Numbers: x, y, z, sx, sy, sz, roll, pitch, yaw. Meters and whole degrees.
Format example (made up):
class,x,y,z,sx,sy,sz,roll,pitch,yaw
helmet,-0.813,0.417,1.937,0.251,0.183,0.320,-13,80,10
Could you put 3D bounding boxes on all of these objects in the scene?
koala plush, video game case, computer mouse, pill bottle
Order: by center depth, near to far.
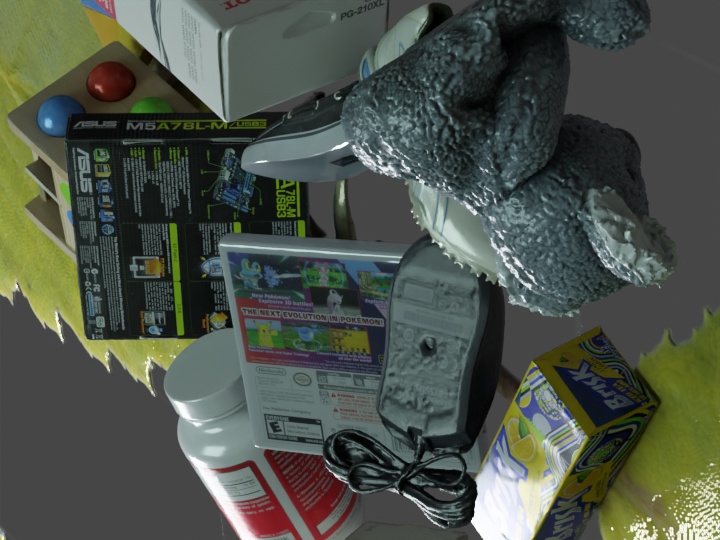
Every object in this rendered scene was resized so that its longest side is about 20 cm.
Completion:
class,x,y,z,sx,sy,sz,roll,pitch,yaw
koala plush,0.103,-0.063,1.263,0.201,0.183,0.177,57,153,-6
computer mouse,0.054,0.070,1.486,0.138,0.053,0.202,19,101,36
video game case,-0.004,0.062,1.583,0.199,0.023,0.183,4,118,26
pill bottle,-0.083,0.149,1.739,0.112,0.112,0.201,27,152,52

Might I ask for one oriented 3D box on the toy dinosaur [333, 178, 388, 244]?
class,x,y,z,sx,sy,sz,roll,pitch,yaw
toy dinosaur,0.000,0.000,1.614,0.088,0.047,0.201,47,144,47

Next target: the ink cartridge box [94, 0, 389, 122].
class,x,y,z,sx,sy,sz,roll,pitch,yaw
ink cartridge box,-0.091,-0.208,1.511,0.200,0.144,0.085,44,146,39

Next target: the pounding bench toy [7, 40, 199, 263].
class,x,y,z,sx,sy,sz,roll,pitch,yaw
pounding bench toy,-0.186,-0.070,1.776,0.200,0.124,0.156,41,154,23

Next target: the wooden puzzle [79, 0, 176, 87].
class,x,y,z,sx,sy,sz,roll,pitch,yaw
wooden puzzle,-0.205,-0.247,1.810,0.186,0.037,0.200,61,152,12

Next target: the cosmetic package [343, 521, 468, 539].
class,x,y,z,sx,sy,sz,roll,pitch,yaw
cosmetic package,0.044,0.311,1.689,0.105,0.071,0.201,1,111,34

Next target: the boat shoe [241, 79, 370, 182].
class,x,y,z,sx,sy,sz,roll,pitch,yaw
boat shoe,-0.019,-0.105,1.540,0.199,0.068,0.057,-10,70,53

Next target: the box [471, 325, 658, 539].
class,x,y,z,sx,sy,sz,roll,pitch,yaw
box,0.134,0.130,1.442,0.070,0.064,0.201,55,151,24

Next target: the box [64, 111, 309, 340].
class,x,y,z,sx,sy,sz,roll,pitch,yaw
box,-0.135,-0.034,1.686,0.048,0.192,0.201,-95,3,-54

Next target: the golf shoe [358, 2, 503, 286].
class,x,y,z,sx,sy,sz,roll,pitch,yaw
golf shoe,0.070,-0.086,1.393,0.201,0.078,0.097,59,146,15
